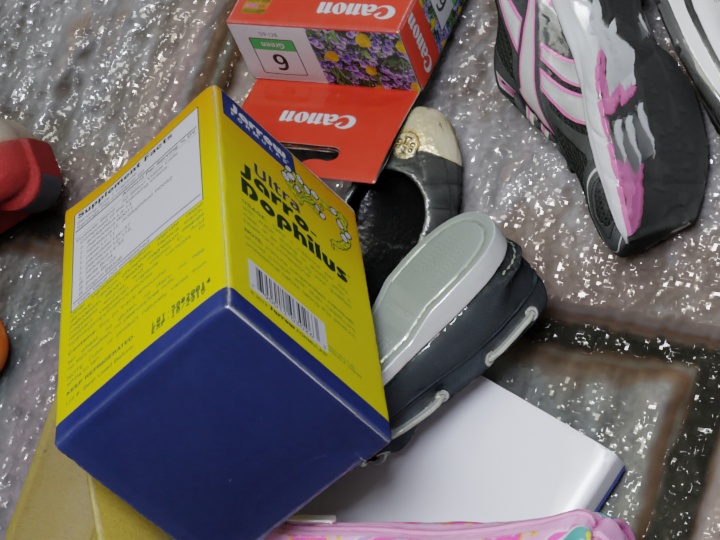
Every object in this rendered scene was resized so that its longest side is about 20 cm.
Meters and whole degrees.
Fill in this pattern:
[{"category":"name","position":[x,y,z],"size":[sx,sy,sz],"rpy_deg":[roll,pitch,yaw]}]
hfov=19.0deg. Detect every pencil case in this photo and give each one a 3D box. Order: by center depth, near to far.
[{"category":"pencil case","position":[0.027,0.151,0.989],"size":[0.199,0.087,0.088],"rpy_deg":[-2,65,23]}]

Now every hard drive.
[{"category":"hard drive","position":[0.023,0.147,1.060],"size":[0.132,0.025,0.200],"rpy_deg":[29,80,32]}]

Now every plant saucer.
[{"category":"plant saucer","position":[-0.123,0.177,1.043],"size":[0.048,0.200,0.201],"rpy_deg":[-2,58,-21]}]

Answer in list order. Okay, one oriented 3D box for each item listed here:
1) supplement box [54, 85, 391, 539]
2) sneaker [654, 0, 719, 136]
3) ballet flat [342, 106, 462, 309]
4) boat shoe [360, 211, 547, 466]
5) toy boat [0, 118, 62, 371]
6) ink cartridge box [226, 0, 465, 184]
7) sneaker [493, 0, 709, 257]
[{"category":"supplement box","position":[-0.068,0.023,1.023],"size":[0.109,0.109,0.200],"rpy_deg":[-39,29,18]},{"category":"sneaker","position":[0.207,-0.153,1.086],"size":[0.115,0.076,0.201],"rpy_deg":[-22,51,14]},{"category":"ballet flat","position":[0.000,0.000,1.122],"size":[0.066,0.057,0.201],"rpy_deg":[14,71,32]},{"category":"boat shoe","position":[0.009,0.061,1.054],"size":[0.200,0.060,0.076],"rpy_deg":[-42,29,5]},{"category":"toy boat","position":[-0.245,0.009,1.207],"size":[0.199,0.131,0.131],"rpy_deg":[-32,86,7]},{"category":"ink cartridge box","position":[-0.008,-0.141,1.174],"size":[0.108,0.050,0.201],"rpy_deg":[7,54,27]},{"category":"sneaker","position":[0.115,-0.096,1.119],"size":[0.086,0.080,0.201],"rpy_deg":[-33,59,44]}]
